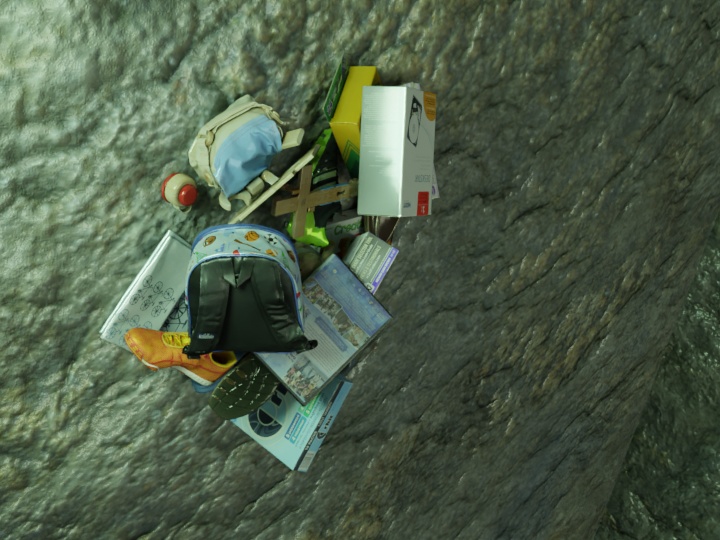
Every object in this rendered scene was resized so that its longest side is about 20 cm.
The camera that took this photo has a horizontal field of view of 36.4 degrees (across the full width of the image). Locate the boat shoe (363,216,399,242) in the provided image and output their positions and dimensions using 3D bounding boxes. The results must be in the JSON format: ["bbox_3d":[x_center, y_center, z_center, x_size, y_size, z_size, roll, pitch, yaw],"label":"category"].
[{"bbox_3d":[0.064,-0.137,1.913,0.072,0.072,0.201,22,84,-48],"label":"boat shoe"}]

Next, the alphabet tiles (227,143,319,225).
[{"bbox_3d":[-0.129,-0.122,1.608,0.167,0.008,0.200,-39,-172,8],"label":"alphabet tiles"}]

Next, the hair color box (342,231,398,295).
[{"bbox_3d":[0.000,0.000,1.820,0.110,0.065,0.200,-60,-176,-3],"label":"hair color box"}]

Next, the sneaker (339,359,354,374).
[{"bbox_3d":[-0.063,0.100,1.853,0.066,0.200,0.078,-50,148,10],"label":"sneaker"}]

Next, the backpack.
[{"bbox_3d":[-0.164,0.022,1.575,0.199,0.155,0.191,-3,137,-5],"label":"backpack"}]

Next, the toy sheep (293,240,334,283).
[{"bbox_3d":[-0.111,0.017,1.780,0.138,0.138,0.200,-39,178,-27],"label":"toy sheep"}]

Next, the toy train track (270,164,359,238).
[{"bbox_3d":[-0.069,-0.116,1.671,0.199,0.032,0.115,-17,125,-47],"label":"toy train track"}]

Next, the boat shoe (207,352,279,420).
[{"bbox_3d":[-0.156,0.153,1.728,0.200,0.074,0.076,-43,103,-6],"label":"boat shoe"}]

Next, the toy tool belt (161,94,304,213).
[{"bbox_3d":[-0.181,-0.152,1.572,0.200,0.123,0.125,-48,145,-16],"label":"toy tool belt"}]

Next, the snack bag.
[{"bbox_3d":[-0.289,0.055,1.683,0.189,0.021,0.200,-57,147,-5],"label":"snack bag"}]

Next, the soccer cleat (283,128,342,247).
[{"bbox_3d":[-0.062,-0.130,1.745,0.081,0.067,0.201,26,65,-26],"label":"soccer cleat"}]

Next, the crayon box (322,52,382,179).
[{"bbox_3d":[0.005,-0.237,1.772,0.200,0.051,0.126,65,35,-51],"label":"crayon box"}]

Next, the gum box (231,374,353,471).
[{"bbox_3d":[-0.130,0.214,1.851,0.044,0.200,0.171,22,97,-55],"label":"gum box"}]

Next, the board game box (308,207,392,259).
[{"bbox_3d":[-0.017,-0.047,1.948,0.199,0.035,0.127,-18,128,-45],"label":"board game box"}]

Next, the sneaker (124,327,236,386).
[{"bbox_3d":[-0.270,0.114,1.644,0.077,0.073,0.200,-44,145,19],"label":"sneaker"}]

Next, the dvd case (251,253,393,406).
[{"bbox_3d":[-0.064,0.093,1.696,0.200,0.018,0.143,-44,105,-7],"label":"dvd case"}]

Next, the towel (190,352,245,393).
[{"bbox_3d":[-0.226,0.103,1.749,0.111,0.049,0.201,-24,139,-30],"label":"towel"}]

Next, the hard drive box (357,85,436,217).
[{"bbox_3d":[0.060,-0.188,1.749,0.156,0.076,0.201,-14,107,-68],"label":"hard drive box"}]

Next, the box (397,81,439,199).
[{"bbox_3d":[0.093,-0.218,1.865,0.039,0.041,0.201,-13,94,-57],"label":"box"}]
